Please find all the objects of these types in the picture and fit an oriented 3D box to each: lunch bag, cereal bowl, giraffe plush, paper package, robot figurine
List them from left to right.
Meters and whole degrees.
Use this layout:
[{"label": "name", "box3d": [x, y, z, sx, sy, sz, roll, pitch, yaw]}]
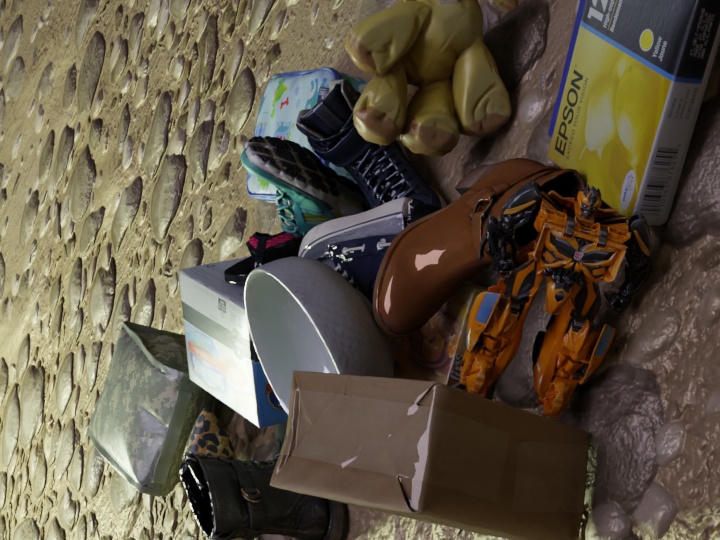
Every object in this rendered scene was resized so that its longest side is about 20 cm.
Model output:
[{"label": "lunch bag", "box3d": [-0.252, 0.175, 1.882, 0.200, 0.117, 0.166, 37, 110, 62]}, {"label": "lunch bag", "box3d": [-0.056, -0.145, 1.712, 0.200, 0.082, 0.163, 13, 92, 62]}, {"label": "cereal bowl", "box3d": [-0.027, 0.074, 1.419, 0.200, 0.083, 0.201, 48, 153, 34]}, {"label": "giraffe plush", "box3d": [0.057, -0.220, 1.500, 0.162, 0.171, 0.202, -150, 70, -75]}, {"label": "paper package", "box3d": [0.058, 0.159, 1.260, 0.190, 0.199, 0.105, 0, 75, 46]}, {"label": "robot figurine", "box3d": [0.159, 0.023, 1.238, 0.058, 0.144, 0.201, -84, 11, -58]}]

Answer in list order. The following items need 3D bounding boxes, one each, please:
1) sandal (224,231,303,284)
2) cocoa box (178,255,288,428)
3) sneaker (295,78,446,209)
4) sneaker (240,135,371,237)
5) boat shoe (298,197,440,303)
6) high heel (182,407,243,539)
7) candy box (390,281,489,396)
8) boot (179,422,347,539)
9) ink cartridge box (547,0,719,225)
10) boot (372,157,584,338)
[{"label": "sandal", "box3d": [-0.088, -0.028, 1.625, 0.074, 0.200, 0.046, 3, 110, 26]}, {"label": "cocoa box", "box3d": [-0.097, 0.070, 1.619, 0.200, 0.132, 0.133, 23, 120, 59]}, {"label": "sneaker", "box3d": [0.008, -0.108, 1.520, 0.077, 0.146, 0.203, -40, 41, 8]}, {"label": "sneaker", "box3d": [-0.056, -0.070, 1.565, 0.080, 0.200, 0.078, -41, 43, 15]}, {"label": "boat shoe", "box3d": [0.000, 0.000, 1.462, 0.199, 0.074, 0.094, -24, 49, 51]}, {"label": "high heel", "box3d": [-0.151, 0.263, 1.715, 0.142, 0.071, 0.202, -175, 81, -65]}, {"label": "candy box", "box3d": [0.061, 0.057, 1.463, 0.200, 0.055, 0.117, 20, 93, 60]}, {"label": "boot", "box3d": [-0.110, 0.210, 1.575, 0.070, 0.173, 0.201, -58, 36, 29]}, {"label": "ink cartridge box", "box3d": [0.216, -0.170, 1.272, 0.200, 0.047, 0.200, 44, 130, 52]}, {"label": "boot", "box3d": [0.105, -0.017, 1.321, 0.200, 0.077, 0.155, -46, 20, -15]}]
